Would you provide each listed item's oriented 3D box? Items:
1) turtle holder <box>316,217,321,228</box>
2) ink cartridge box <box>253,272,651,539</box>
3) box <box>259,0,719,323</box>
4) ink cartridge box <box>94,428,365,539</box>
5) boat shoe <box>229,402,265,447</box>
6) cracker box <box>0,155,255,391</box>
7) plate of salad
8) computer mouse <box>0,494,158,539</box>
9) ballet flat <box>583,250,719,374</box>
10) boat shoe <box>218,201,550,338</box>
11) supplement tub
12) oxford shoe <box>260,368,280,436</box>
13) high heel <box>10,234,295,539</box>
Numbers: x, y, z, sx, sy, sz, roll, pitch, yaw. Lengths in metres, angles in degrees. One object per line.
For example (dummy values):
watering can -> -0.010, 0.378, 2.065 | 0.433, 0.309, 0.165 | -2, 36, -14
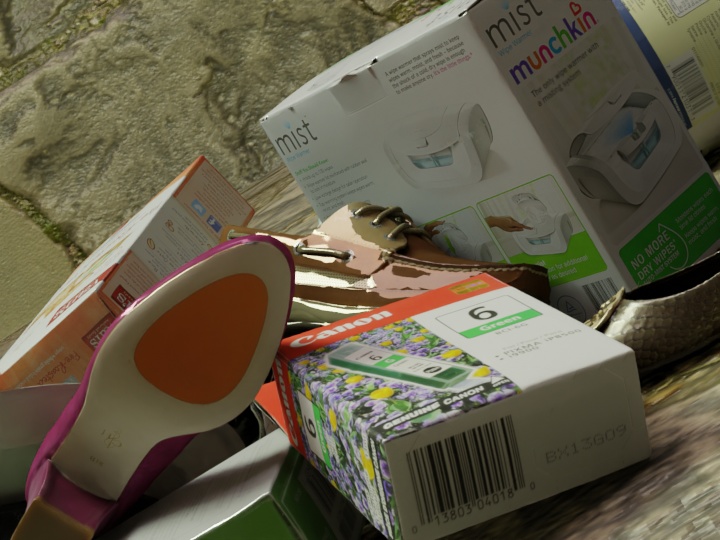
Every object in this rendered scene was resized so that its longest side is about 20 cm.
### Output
turtle holder -> 0.029, -0.056, 1.261 | 0.132, 0.141, 0.185 | -50, 20, -7
ink cartridge box -> 0.024, 0.044, 0.767 | 0.108, 0.051, 0.200 | -18, 19, -17
box -> 0.067, -0.052, 0.969 | 0.097, 0.177, 0.200 | -38, 9, -34
ink cartridge box -> -0.098, 0.150, 0.808 | 0.199, 0.060, 0.104 | -31, 9, 12
boat shoe -> -0.063, 0.081, 1.091 | 0.199, 0.071, 0.064 | -27, 39, -20
cracker box -> -0.153, 0.022, 1.135 | 0.134, 0.058, 0.200 | -39, 12, 27
plate of salad -> -0.157, 0.104, 0.940 | 0.199, 0.200, 0.048 | -28, 51, 24
computer mouse -> -0.187, 0.162, 0.926 | 0.198, 0.053, 0.139 | -10, -35, -2
ballet flat -> 0.168, -0.008, 0.789 | 0.199, 0.047, 0.067 | -29, 10, 20
boat shoe -> 0.000, 0.000, 0.940 | 0.199, 0.074, 0.076 | -2, -10, 29
supplement tub -> 0.230, -0.166, 1.134 | 0.199, 0.146, 0.145 | -32, 8, 0
oxford shoe -> -0.012, 0.065, 0.935 | 0.071, 0.073, 0.200 | -31, 9, 7
high heel -> -0.086, 0.049, 0.809 | 0.201, 0.067, 0.096 | -57, 6, 24
